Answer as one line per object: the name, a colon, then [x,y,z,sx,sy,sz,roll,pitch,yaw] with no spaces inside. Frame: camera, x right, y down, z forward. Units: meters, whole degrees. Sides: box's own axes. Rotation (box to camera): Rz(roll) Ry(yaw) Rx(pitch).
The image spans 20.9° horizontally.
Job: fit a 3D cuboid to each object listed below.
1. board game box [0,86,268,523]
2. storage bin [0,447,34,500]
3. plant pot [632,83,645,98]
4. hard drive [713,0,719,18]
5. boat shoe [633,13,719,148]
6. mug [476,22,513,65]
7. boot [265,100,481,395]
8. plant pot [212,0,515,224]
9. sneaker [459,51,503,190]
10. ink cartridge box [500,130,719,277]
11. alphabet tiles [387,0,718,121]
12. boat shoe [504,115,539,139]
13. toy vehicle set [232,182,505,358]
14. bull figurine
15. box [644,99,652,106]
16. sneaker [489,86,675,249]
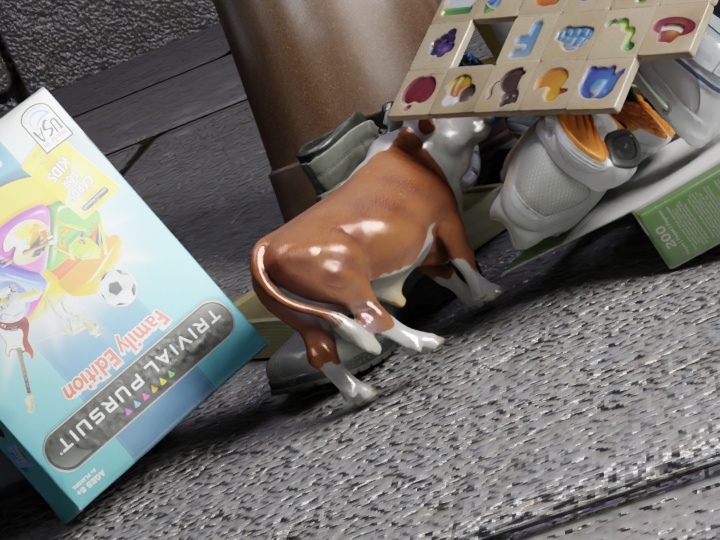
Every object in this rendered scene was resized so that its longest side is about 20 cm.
board game box: [-0.175,0.018,1.114,0.151,0.200,0.047,-42,1,-25]
storage bin: [-0.255,0.064,1.170,0.134,0.200,0.146,-15,-10,-8]
plant pot: [0.226,-0.226,1.308,0.200,0.200,0.190,-15,3,33]
hard drive: [0.206,-0.202,1.176,0.042,0.200,0.135,-20,-5,-44]
boat shoe: [0.152,-0.146,1.129,0.067,0.074,0.200,-58,39,23]
mug: [0.151,-0.227,1.641,0.149,0.153,0.187,-29,14,-17]
boot: [-0.012,-0.018,1.176,0.068,0.131,0.200,-12,18,41]
plant pot: [-0.008,-0.155,1.485,0.200,0.198,0.200,-24,6,3]
sneaker: [0.043,-0.091,1.348,0.087,0.075,0.200,-47,7,32]
ink cartridge box: [0.193,-0.048,1.135,0.200,0.048,0.146,-32,6,38]
alphabet tiles: [0.119,-0.155,1.086,0.200,0.008,0.167,3,60,45]
boat shoe: [0.150,-0.092,1.348,0.074,0.065,0.202,-26,10,-1]
toy vehicle set: [0.000,0.000,1.307,0.200,0.027,0.124,-33,17,-34]
bull figurine: [0.020,-0.016,1.115,0.200,0.121,0.065,-37,-1,-37]
box: [0.280,-0.174,1.459,0.160,0.044,0.200,-27,14,-14]
sneaker: [0.120,-0.067,1.140,0.092,0.076,0.200,-47,-6,22]
